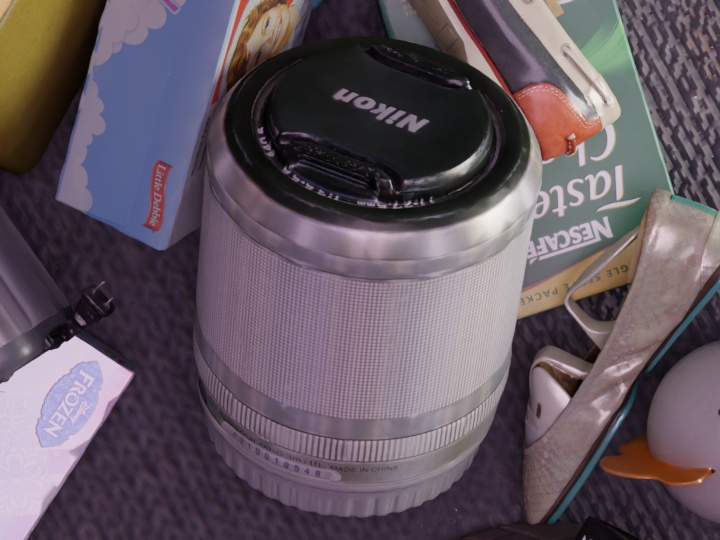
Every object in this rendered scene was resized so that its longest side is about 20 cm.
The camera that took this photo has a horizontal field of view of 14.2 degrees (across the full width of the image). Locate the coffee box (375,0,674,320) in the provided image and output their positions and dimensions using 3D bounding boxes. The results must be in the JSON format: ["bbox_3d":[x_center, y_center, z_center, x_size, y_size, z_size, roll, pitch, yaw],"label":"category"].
[{"bbox_3d":[0.089,-0.080,1.496,0.122,0.044,0.201,-16,95,-2],"label":"coffee box"}]

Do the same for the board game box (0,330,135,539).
[{"bbox_3d":[-0.252,0.080,1.492,0.199,0.043,0.200,34,92,-5],"label":"board game box"}]

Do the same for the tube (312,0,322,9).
[{"bbox_3d":[0.018,-0.227,1.482,0.077,0.050,0.200,39,88,-2],"label":"tube"}]

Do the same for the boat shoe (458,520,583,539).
[{"bbox_3d":[0.047,0.197,1.512,0.199,0.075,0.074,-24,122,-6],"label":"boat shoe"}]

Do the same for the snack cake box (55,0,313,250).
[{"bbox_3d":[-0.075,-0.124,1.410,0.067,0.115,0.201,25,116,15],"label":"snack cake box"}]

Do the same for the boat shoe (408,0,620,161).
[{"bbox_3d":[0.058,-0.146,1.433,0.062,0.071,0.201,-30,91,-9],"label":"boat shoe"}]

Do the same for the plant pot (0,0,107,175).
[{"bbox_3d":[-0.203,-0.170,1.396,0.194,0.200,0.196,31,93,-5],"label":"plant pot"}]

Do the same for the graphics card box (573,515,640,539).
[{"bbox_3d":[0.113,0.235,1.486,0.125,0.051,0.200,28,95,-48],"label":"graphics card box"}]

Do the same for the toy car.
[{"bbox_3d":[0.220,0.077,1.437,0.199,0.177,0.185,-21,107,-11],"label":"toy car"}]

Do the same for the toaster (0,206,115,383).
[{"bbox_3d":[-0.233,0.018,1.400,0.200,0.114,0.129,-32,93,15],"label":"toaster"}]

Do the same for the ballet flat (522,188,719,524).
[{"bbox_3d":[0.123,0.041,1.479,0.062,0.067,0.200,31,113,-2],"label":"ballet flat"}]

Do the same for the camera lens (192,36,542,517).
[{"bbox_3d":[0.000,0.000,1.403,0.159,0.160,0.201,4,131,-3],"label":"camera lens"}]
